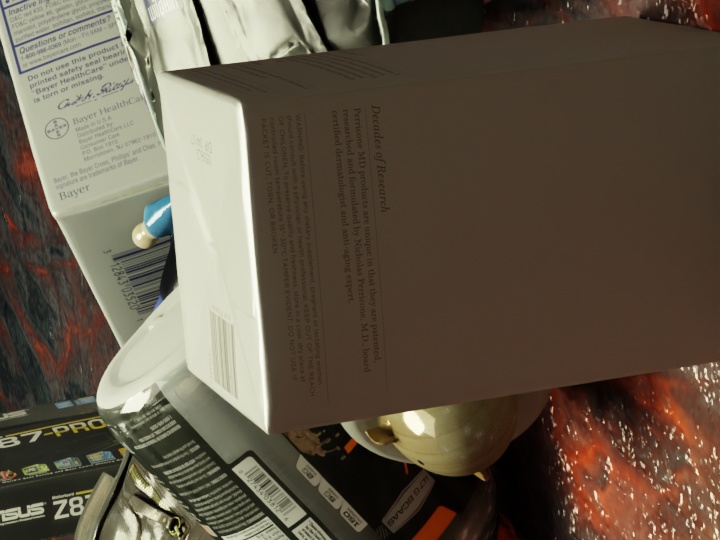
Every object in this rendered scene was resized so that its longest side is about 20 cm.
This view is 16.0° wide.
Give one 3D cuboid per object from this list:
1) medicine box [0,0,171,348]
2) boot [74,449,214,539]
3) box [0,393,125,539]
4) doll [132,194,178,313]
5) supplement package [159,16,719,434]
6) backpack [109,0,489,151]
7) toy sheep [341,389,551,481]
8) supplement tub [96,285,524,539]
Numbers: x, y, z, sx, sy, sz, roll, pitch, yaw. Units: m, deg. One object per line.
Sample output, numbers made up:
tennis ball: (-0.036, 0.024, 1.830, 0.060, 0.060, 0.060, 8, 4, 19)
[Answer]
medicine box: (-0.148, -0.081, 1.631, 0.183, 0.102, 0.201, 71, 180, -58)
boot: (-0.069, 0.119, 1.385, 0.174, 0.069, 0.201, 25, 94, 53)
box: (-0.178, 0.130, 1.761, 0.161, 0.198, 0.050, -146, 47, -69)
doll: (-0.077, 0.012, 1.507, 0.048, 0.136, 0.201, -43, -31, -63)
supplement package: (0.039, -0.022, 0.952, 0.121, 0.198, 0.121, -153, 56, -70)
backpack: (-0.039, -0.169, 1.146, 0.177, 0.150, 0.201, -21, 95, 44)
toy sheep: (0.033, 0.007, 1.129, 0.138, 0.137, 0.201, 99, 170, -45)
supplement tub: (-0.020, 0.092, 1.219, 0.200, 0.123, 0.122, 47, 171, -16)
